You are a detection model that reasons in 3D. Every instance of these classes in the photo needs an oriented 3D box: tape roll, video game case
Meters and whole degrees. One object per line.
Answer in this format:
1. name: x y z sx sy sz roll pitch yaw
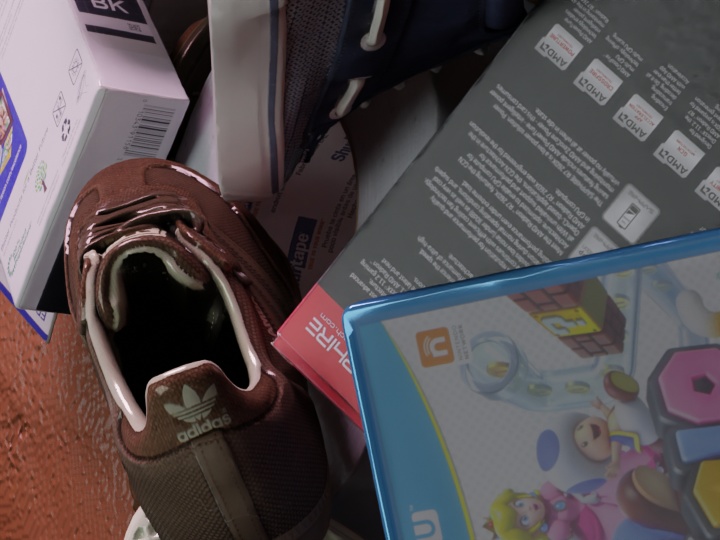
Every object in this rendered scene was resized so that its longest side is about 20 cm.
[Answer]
1. tape roll: 0.000 0.000 0.923 0.200 0.066 0.201 -33 51 54
2. video game case: 0.103 0.060 0.722 0.200 0.018 0.143 -12 91 19

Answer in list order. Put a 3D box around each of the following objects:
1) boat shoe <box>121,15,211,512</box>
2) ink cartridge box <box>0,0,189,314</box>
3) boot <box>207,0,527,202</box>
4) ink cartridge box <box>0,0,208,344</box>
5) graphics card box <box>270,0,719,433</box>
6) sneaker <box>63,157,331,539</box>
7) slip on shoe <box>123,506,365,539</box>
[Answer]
1. boat shoe: -0.063 0.001 1.043 0.068 0.072 0.201 -173 91 -67
2. ink cartridge box: -0.119 -0.081 1.050 0.100 0.039 0.200 -65 33 31
3. boot: 0.001 -0.068 0.816 0.200 0.090 0.073 101 165 -78
4. ink cartridge box: -0.109 -0.080 1.114 0.095 0.037 0.200 45 123 41
5. graphics card box: 0.084 -0.016 0.766 0.125 0.051 0.200 43 106 20
6. sneaker: -0.053 0.007 0.841 0.200 0.070 0.076 -118 8 -53
7. slip on shoe: 0.008 0.132 0.866 0.074 0.200 0.061 -55 15 -4
